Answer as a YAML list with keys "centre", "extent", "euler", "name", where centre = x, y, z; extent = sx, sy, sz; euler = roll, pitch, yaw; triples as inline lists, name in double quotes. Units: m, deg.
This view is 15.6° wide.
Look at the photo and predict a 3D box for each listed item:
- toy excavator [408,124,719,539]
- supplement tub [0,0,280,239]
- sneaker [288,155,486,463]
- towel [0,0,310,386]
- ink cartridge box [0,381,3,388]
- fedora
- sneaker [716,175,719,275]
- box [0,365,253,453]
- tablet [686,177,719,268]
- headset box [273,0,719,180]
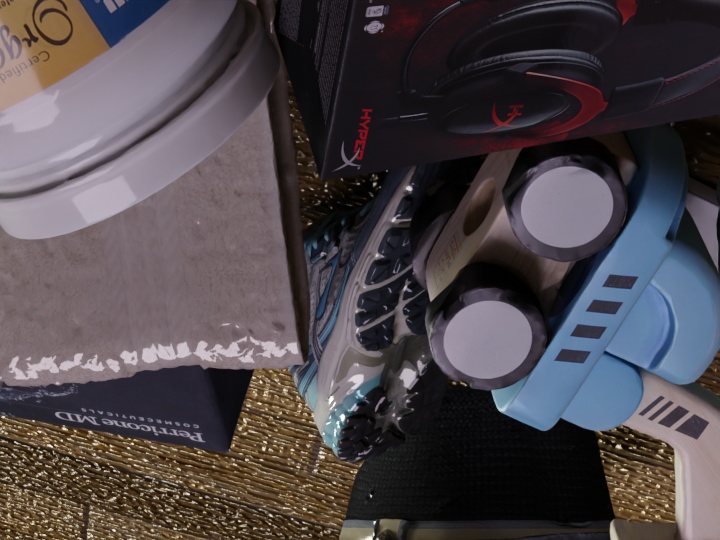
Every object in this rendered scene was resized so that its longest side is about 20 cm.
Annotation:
- centre: [0.112, 0.037, 1.103]
  extent: [0.200, 0.100, 0.195]
  euler: [24, 112, -16]
  name: "toy excavator"
- centre: [-0.130, -0.126, 0.934]
  extent: [0.145, 0.145, 0.200]
  euler: [-12, 121, 39]
  name: "supplement tub"
- centre: [0.000, 0.000, 1.202]
  extent: [0.086, 0.078, 0.200]
  euler: [49, 142, 27]
  name: "sneaker"
- centre: [-0.094, -0.056, 1.049]
  extent: [0.132, 0.200, 0.034]
  euler: [-5, -177, 14]
  name: "towel"
- centre: [-0.244, 0.085, 1.102]
  extent: [0.086, 0.200, 0.148]
  euler: [-6, 144, 34]
  name: "ink cartridge box"
- centre: [0.060, 0.104, 1.311]
  extent: [0.200, 0.092, 0.201]
  euler: [0, 174, 0]
  name: "fedora"
- centre: [0.220, 0.019, 1.129]
  extent: [0.200, 0.080, 0.077]
  euler: [32, 146, -28]
  name: "sneaker"
- centre: [-0.150, -0.024, 1.192]
  extent: [0.197, 0.117, 0.200]
  euler: [9, 151, 12]
  name: "box"
- centre: [0.092, -0.004, 1.217]
  extent: [0.130, 0.014, 0.200]
  euler: [26, 148, -16]
  name: "tablet"
- centre: [0.079, -0.114, 0.911]
  extent: [0.200, 0.075, 0.149]
  euler: [-10, 151, -14]
  name: "headset box"
